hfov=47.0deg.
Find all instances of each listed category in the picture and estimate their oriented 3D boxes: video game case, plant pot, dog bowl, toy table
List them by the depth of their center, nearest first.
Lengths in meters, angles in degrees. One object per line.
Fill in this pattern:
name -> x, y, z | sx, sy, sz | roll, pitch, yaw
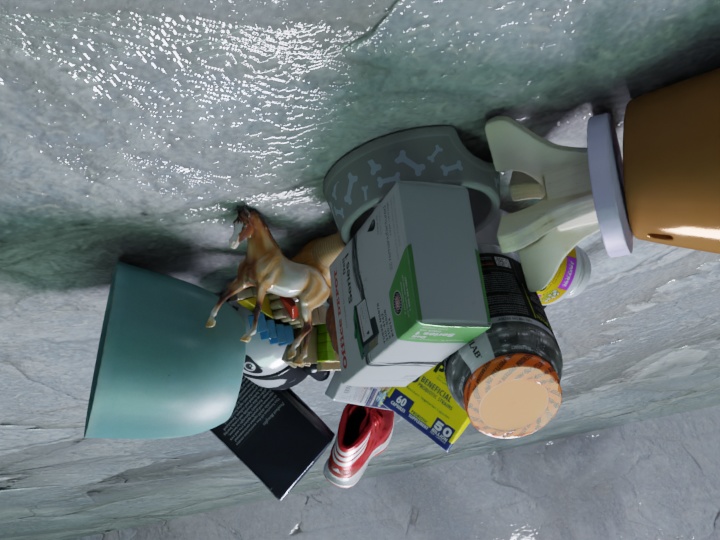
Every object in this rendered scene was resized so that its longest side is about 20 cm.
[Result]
plant pot -> 0.333, -0.103, 0.798 | 0.138, 0.203, 0.200 | -2, 164, 25
toy table -> 0.202, -0.074, 0.825 | 0.116, 0.186, 0.200 | -11, -170, 21
dog bowl -> 0.060, -0.076, 0.892 | 0.197, 0.059, 0.201 | -9, 159, -3
plant pot -> -0.224, 0.103, 0.968 | 0.159, 0.203, 0.201 | 11, 152, -19
video game case -> 0.047, 0.102, 1.192 | 0.023, 0.202, 0.181 | 26, -177, 36

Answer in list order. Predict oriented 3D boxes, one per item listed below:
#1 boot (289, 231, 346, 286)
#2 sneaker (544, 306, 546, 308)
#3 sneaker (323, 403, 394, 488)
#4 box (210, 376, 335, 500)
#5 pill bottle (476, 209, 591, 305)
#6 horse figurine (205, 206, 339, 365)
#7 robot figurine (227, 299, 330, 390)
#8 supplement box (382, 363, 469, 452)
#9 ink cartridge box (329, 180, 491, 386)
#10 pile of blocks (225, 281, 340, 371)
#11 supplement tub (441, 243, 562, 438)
boot -> 0.000, 0.001, 1.055 | 0.199, 0.072, 0.143 | 16, 152, -38
sneaker -> 0.220, 0.052, 1.197 | 0.200, 0.075, 0.080 | -43, 165, -35
sneaker -> 0.015, 0.229, 1.264 | 0.077, 0.201, 0.117 | 22, 128, 7
box -> -0.147, 0.237, 1.299 | 0.123, 0.198, 0.200 | -46, 175, -6
pill bottle -> 0.212, -0.012, 1.058 | 0.198, 0.106, 0.104 | 10, 151, -43
horse figurine -> -0.087, 0.029, 0.947 | 0.199, 0.134, 0.050 | 28, 165, -33
robot figurine -> -0.124, 0.096, 1.135 | 0.148, 0.127, 0.200 | -10, 162, 3
supplement box -> 0.134, 0.115, 1.096 | 0.202, 0.108, 0.109 | -61, 165, 17
ink cartridge box -> 0.042, 0.023, 0.847 | 0.083, 0.148, 0.200 | 3, 155, -23
pile of blocks -> -0.075, 0.069, 1.020 | 0.199, 0.083, 0.062 | 31, 155, -26
supplement tub -> 0.142, 0.072, 0.882 | 0.121, 0.201, 0.124 | -2, 124, -3
